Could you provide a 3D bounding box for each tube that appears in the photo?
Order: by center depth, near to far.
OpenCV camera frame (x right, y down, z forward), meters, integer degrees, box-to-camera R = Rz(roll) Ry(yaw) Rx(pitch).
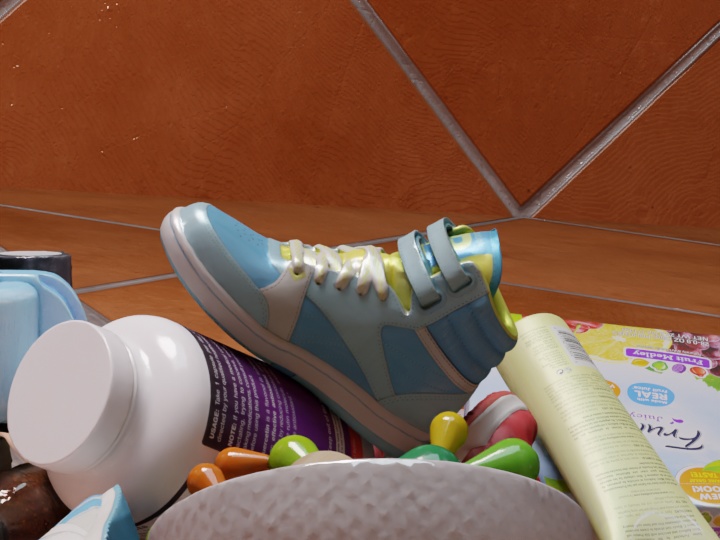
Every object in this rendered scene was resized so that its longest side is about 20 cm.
[{"bbox_3d":[0.137,0.105,1.419,0.052,0.058,0.200,53,3,-44],"label":"tube"}]

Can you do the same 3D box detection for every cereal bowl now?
[{"bbox_3d":[0.006,0.155,1.085,0.198,0.084,0.200,-2,-26,-1],"label":"cereal bowl"}]

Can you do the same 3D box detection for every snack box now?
[{"bbox_3d":[0.146,0.107,1.522,0.167,0.068,0.200,5,31,1],"label":"snack box"}]

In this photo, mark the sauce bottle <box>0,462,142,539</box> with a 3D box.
[{"bbox_3d":[-0.173,0.133,1.334,0.066,0.067,0.200,10,8,29],"label":"sauce bottle"}]

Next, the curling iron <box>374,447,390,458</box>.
[{"bbox_3d":[-0.001,0.107,1.524,0.199,0.050,0.025,-29,8,-38],"label":"curling iron"}]

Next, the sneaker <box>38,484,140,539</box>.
[{"bbox_3d":[-0.138,0.152,1.173,0.080,0.077,0.200,-22,-4,-1],"label":"sneaker"}]

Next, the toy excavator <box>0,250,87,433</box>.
[{"bbox_3d":[-0.235,0.042,1.289,0.193,0.101,0.200,1,4,-10],"label":"toy excavator"}]

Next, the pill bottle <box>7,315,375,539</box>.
[{"bbox_3d":[-0.090,0.092,1.320,0.112,0.113,0.199,13,-10,44],"label":"pill bottle"}]

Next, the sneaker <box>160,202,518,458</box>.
[{"bbox_3d":[0.000,0.000,1.326,0.200,0.131,0.080,37,21,-21],"label":"sneaker"}]

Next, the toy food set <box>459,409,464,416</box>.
[{"bbox_3d":[0.062,0.126,1.628,0.198,0.049,0.198,7,7,13],"label":"toy food set"}]

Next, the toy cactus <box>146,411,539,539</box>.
[{"bbox_3d":[-0.014,0.119,1.181,0.198,0.103,0.165,-2,-6,7],"label":"toy cactus"}]

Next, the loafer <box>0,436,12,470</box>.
[{"bbox_3d":[-0.277,0.121,1.329,0.199,0.070,0.070,0,9,-40],"label":"loafer"}]

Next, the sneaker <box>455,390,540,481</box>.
[{"bbox_3d":[0.078,0.144,1.346,0.115,0.079,0.200,38,31,9],"label":"sneaker"}]
